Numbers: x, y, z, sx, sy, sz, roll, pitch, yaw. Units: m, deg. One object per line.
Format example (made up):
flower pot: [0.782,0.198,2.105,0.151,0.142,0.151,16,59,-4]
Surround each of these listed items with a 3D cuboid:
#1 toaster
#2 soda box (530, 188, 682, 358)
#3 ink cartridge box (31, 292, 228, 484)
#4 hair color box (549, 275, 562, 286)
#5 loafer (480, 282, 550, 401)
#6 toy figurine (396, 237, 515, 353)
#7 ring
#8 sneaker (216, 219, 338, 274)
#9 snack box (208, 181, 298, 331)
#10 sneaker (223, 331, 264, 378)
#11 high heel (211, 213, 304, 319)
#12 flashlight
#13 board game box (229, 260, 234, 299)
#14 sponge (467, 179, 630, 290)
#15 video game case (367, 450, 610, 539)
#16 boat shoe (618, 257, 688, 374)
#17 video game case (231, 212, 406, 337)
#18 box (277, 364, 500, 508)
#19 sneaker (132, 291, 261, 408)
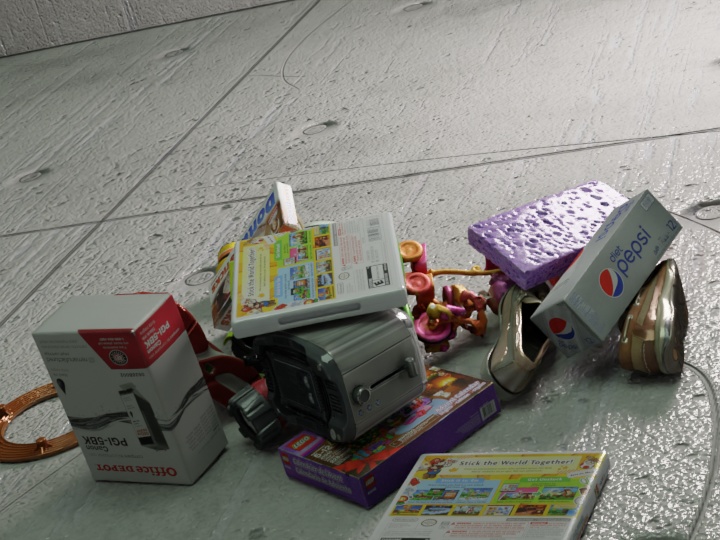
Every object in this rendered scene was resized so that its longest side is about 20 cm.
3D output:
toaster: [-0.022,0.099,1.610,0.129,0.114,0.200,-24,19,-29]
soda box: [0.270,0.002,1.668,0.200,0.063,0.068,-49,7,-33]
ink cartridge box: [-0.251,0.131,1.672,0.146,0.201,0.083,-3,29,30]
hair color box: [0.275,-0.021,1.853,0.101,0.062,0.200,-16,23,-3]
loafer: [0.188,0.065,1.680,0.063,0.072,0.200,-44,11,37]
toy figurine: [0.131,0.021,1.798,0.183,0.151,0.201,-7,44,-4]
ring: [-0.383,0.176,1.892,0.199,0.019,0.201,-14,23,6]
sneaker: [-0.103,-0.005,2.083,0.199,0.070,0.090,-12,37,11]
snack box: [-0.133,-0.015,1.875,0.024,0.200,0.072,14,42,-27]
sneaker: [-0.070,0.090,1.798,0.199,0.083,0.072,-8,24,18]
high heel: [-0.128,0.003,1.925,0.142,0.201,0.072,-16,53,-6]
flashlight: [-0.055,0.115,1.710,0.200,0.068,0.068,-36,72,-20]
board game box: [-0.074,0.030,1.833,0.101,0.048,0.200,-9,-18,15]
sponge: [0.233,-0.045,1.768,0.199,0.030,0.111,-21,40,-27]
video game case: [0.117,0.228,1.430,0.199,0.023,0.182,-5,25,27]
boat shoe: [0.314,0.046,1.657,0.071,0.076,0.200,-10,21,20]
video game case: [-0.047,0.002,1.637,0.181,0.023,0.200,-11,26,2]
box: [0.031,0.167,1.605,0.199,0.039,0.136,-32,26,-33]
sneaker: [-0.216,0.096,1.776,0.079,0.200,0.115,-54,24,-18]
